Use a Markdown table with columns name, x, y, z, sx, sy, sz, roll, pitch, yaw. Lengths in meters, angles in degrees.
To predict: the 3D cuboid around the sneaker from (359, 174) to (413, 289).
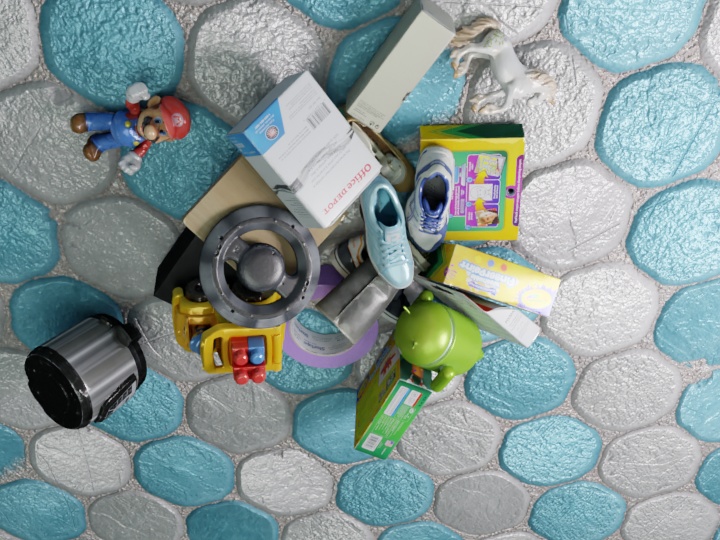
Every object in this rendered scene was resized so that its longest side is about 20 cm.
| name | x | y | z | sx | sy | sz | roll | pitch | yaw |
| --- | --- | --- | --- | --- | --- | --- | --- | --- | --- |
| sneaker | 0.043 | -0.057 | 1.413 | 0.073 | 0.082 | 0.201 | -20 | 105 | -3 |

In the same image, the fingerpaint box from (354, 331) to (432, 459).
| name | x | y | z | sx | sy | sz | roll | pitch | yaw |
| --- | --- | --- | --- | --- | --- | --- | --- | --- | --- |
| fingerpaint box | 0.063 | 0.233 | 1.663 | 0.073 | 0.167 | 0.201 | 22 | 122 | -12 |

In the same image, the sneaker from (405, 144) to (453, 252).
| name | x | y | z | sx | sy | sz | roll | pitch | yaw |
| --- | --- | --- | --- | --- | --- | --- | --- | --- | --- |
| sneaker | 0.111 | -0.103 | 1.418 | 0.075 | 0.088 | 0.201 | 4 | 128 | 4 |

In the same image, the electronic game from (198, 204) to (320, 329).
| name | x | y | z | sx | sy | sz | roll | pitch | yaw |
| --- | --- | --- | --- | --- | --- | --- | --- | --- | --- |
| electronic game | -0.161 | -0.005 | 1.395 | 0.199 | 0.042 | 0.202 | -2 | 96 | -18 |

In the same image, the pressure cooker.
| name | x | y | z | sx | sy | sz | roll | pitch | yaw |
| --- | --- | --- | --- | --- | --- | --- | --- | --- | --- |
| pressure cooker | -0.501 | 0.178 | 1.623 | 0.175 | 0.200 | 0.180 | 10 | 121 | 33 |

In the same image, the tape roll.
| name | x | y | z | sx | sy | sz | roll | pitch | yaw |
| --- | --- | --- | --- | --- | --- | --- | --- | --- | --- |
| tape roll | -0.065 | 0.089 | 1.635 | 0.199 | 0.066 | 0.201 | 0 | 125 | -1 |

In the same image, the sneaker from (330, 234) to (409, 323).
| name | x | y | z | sx | sy | sz | roll | pitch | yaw |
| --- | --- | --- | --- | --- | --- | --- | --- | --- | --- |
| sneaker | 0.039 | 0.017 | 1.575 | 0.079 | 0.079 | 0.200 | -34 | 117 | 28 |

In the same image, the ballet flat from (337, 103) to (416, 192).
| name | x | y | z | sx | sy | sz | roll | pitch | yaw |
| --- | --- | --- | --- | --- | --- | --- | --- | --- | --- |
| ballet flat | 0.025 | -0.190 | 1.438 | 0.068 | 0.063 | 0.200 | -36 | 118 | 20 |

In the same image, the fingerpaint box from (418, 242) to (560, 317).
| name | x | y | z | sx | sy | sz | roll | pitch | yaw |
| --- | --- | --- | --- | --- | --- | --- | --- | --- | --- |
| fingerpaint box | 0.221 | 0.010 | 1.512 | 0.199 | 0.167 | 0.074 | 18 | 91 | -11 |

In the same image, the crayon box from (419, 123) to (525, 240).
| name | x | y | z | sx | sy | sz | roll | pitch | yaw |
| --- | --- | --- | --- | --- | --- | --- | --- | --- | --- |
| crayon box | 0.186 | -0.147 | 1.470 | 0.171 | 0.058 | 0.201 | 0 | 125 | 4 |

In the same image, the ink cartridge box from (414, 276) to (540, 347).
| name | x | y | z | sx | sy | sz | roll | pitch | yaw |
| --- | --- | --- | --- | --- | --- | --- | --- | --- | --- |
| ink cartridge box | 0.203 | 0.056 | 1.541 | 0.200 | 0.162 | 0.057 | 43 | 77 | -33 |

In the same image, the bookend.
| name | x | y | z | sx | sy | sz | roll | pitch | yaw |
| --- | --- | --- | --- | --- | --- | --- | --- | --- | --- |
| bookend | -0.235 | -0.006 | 1.552 | 0.198 | 0.092 | 0.200 | 28 | 117 | -23 |

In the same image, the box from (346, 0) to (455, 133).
| name | x | y | z | sx | sy | sz | roll | pitch | yaw |
| --- | --- | --- | --- | --- | --- | --- | --- | --- | --- |
| box | 0.059 | -0.318 | 1.338 | 0.068 | 0.082 | 0.200 | 30 | 121 | -19 |

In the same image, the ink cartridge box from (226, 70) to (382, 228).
| name | x | y | z | sx | sy | sz | roll | pitch | yaw |
| --- | --- | --- | --- | --- | --- | --- | --- | --- | --- |
| ink cartridge box | -0.086 | -0.186 | 1.353 | 0.145 | 0.084 | 0.200 | -48 | 114 | -18 |

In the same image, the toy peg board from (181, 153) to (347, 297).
| name | x | y | z | sx | sy | sz | roll | pitch | yaw |
| --- | --- | --- | --- | --- | --- | --- | --- | --- | --- |
| toy peg board | -0.165 | -0.100 | 1.446 | 0.199 | 0.098 | 0.200 | -47 | 114 | -2 |

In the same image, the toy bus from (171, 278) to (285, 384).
| name | x | y | z | sx | sy | sz | roll | pitch | yaw |
| --- | --- | --- | --- | --- | --- | --- | --- | --- | --- |
| toy bus | -0.222 | 0.116 | 1.465 | 0.198 | 0.192 | 0.136 | -1 | 126 | -7 |

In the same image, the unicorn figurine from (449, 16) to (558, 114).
| name | x | y | z | sx | sy | sz | roll | pitch | yaw |
| --- | --- | --- | --- | --- | --- | --- | --- | --- | --- |
| unicorn figurine | 0.224 | -0.302 | 1.344 | 0.137 | 0.074 | 0.201 | -31 | 113 | -2 |

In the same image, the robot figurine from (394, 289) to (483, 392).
| name | x | y | z | sx | sy | sz | roll | pitch | yaw |
| --- | --- | --- | --- | --- | --- | --- | --- | --- | --- |
| robot figurine | 0.139 | 0.122 | 1.538 | 0.115 | 0.176 | 0.200 | -28 | 149 | 27 |

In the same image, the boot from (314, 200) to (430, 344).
| name | x | y | z | sx | sy | sz | roll | pitch | yaw |
| --- | --- | --- | --- | --- | --- | --- | --- | --- | --- |
| boot | -0.001 | -0.001 | 1.496 | 0.200 | 0.073 | 0.182 | -41 | 88 | 7 |

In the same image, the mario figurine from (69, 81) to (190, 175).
| name | x | y | z | sx | sy | sz | roll | pitch | yaw |
| --- | --- | --- | --- | --- | --- | --- | --- | --- | --- |
| mario figurine | -0.368 | -0.226 | 1.386 | 0.199 | 0.107 | 0.123 | -9 | 160 | 16 |
